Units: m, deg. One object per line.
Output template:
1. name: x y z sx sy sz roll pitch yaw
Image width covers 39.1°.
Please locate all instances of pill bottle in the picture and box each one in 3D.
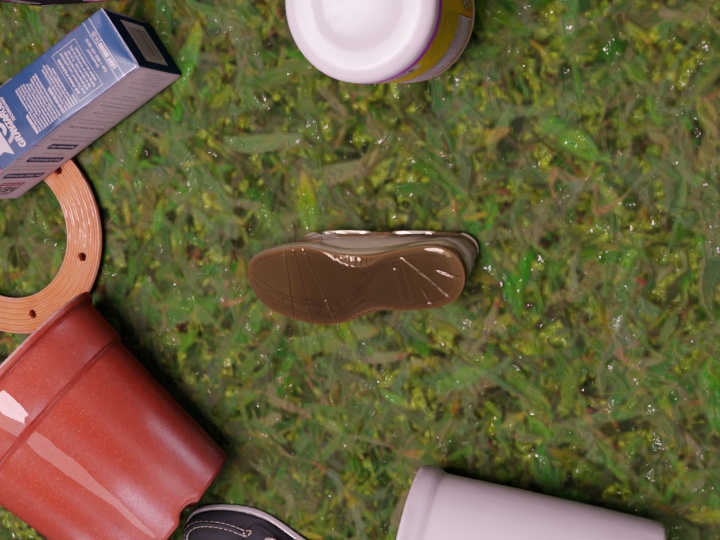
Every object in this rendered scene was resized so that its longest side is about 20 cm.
1. pill bottle: 0.025 -0.189 0.736 0.103 0.200 0.106 3 101 16

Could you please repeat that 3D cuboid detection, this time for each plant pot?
1. plant pot: -0.237 0.159 0.899 0.195 0.201 0.201 42 109 -3

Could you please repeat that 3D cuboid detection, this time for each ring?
1. ring: -0.333 -0.039 0.972 0.198 0.019 0.203 3 100 16

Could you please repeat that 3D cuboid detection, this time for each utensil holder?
1. utensil holder: 0.130 0.261 0.809 0.198 0.170 0.172 10 103 14

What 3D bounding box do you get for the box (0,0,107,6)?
1. box: -0.220 -0.301 0.831 0.198 0.124 0.150 -1 100 16

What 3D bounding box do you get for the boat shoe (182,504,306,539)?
1. boat shoe: -0.081 0.275 0.932 0.198 0.060 0.076 15 104 14

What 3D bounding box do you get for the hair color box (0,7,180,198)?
1. hair color box: -0.263 -0.139 0.875 0.199 0.100 0.061 -34 89 12

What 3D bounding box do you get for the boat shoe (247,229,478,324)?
1. boat shoe: 0.000 -0.002 0.863 0.199 0.063 0.074 -7 111 25
